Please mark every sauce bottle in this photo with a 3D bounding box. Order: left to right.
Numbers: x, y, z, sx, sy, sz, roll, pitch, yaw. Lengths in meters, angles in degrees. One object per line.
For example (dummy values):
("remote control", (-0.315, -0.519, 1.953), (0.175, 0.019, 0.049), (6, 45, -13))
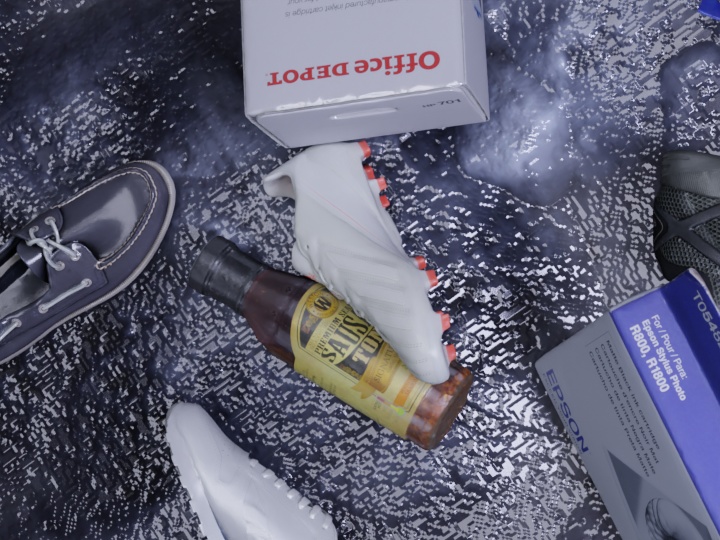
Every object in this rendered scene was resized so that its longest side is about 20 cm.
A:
("sauce bottle", (-0.023, 0.044, 1.270), (0.200, 0.066, 0.066), (29, 95, 12))

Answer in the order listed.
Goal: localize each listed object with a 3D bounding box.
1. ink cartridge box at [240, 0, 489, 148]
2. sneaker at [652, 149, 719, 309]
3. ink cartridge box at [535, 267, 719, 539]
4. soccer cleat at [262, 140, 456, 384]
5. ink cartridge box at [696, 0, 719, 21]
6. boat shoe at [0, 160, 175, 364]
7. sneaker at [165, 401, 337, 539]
("ink cartridge box", (0.001, -0.192, 1.245), (0.146, 0.086, 0.201), (-6, 78, 14))
("sneaker", (0.275, -0.003, 1.193), (0.199, 0.076, 0.115), (11, 93, 17))
("ink cartridge box", (0.191, 0.115, 1.151), (0.041, 0.200, 0.200), (-23, 81, -19))
("soccer cleat", (0.000, 0.000, 1.238), (0.077, 0.069, 0.200), (-22, 55, -6))
("ink cartridge box", (0.276, -0.242, 1.200), (0.136, 0.076, 0.200), (25, 96, 14))
("boat shoe", (-0.211, -0.002, 1.319), (0.200, 0.063, 0.073), (-39, 80, 10))
("sneaker", (-0.062, 0.169, 1.280), (0.080, 0.076, 0.200), (-31, 86, 0))
